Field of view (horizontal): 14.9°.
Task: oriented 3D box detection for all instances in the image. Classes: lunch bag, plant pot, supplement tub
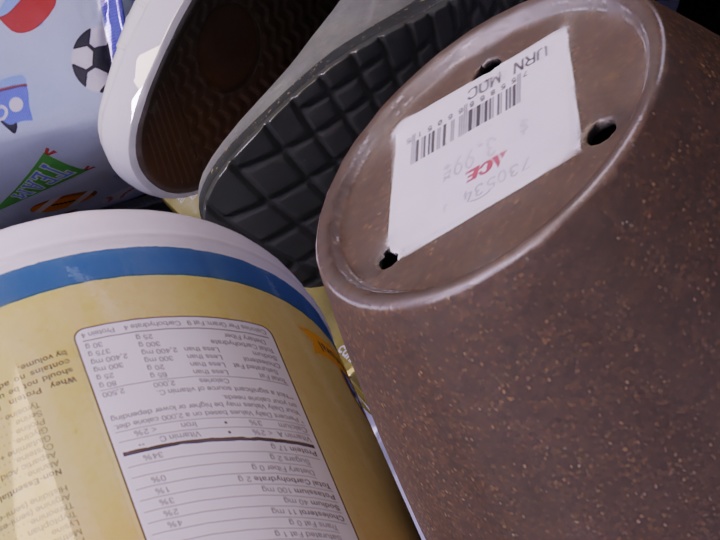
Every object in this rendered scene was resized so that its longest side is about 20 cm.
[{"bbox_3d":[-0.144,-0.062,1.059,0.169,0.125,0.200,-14,-7,5],"label":"lunch bag"},{"bbox_3d":[0.084,0.036,0.636,0.186,0.200,0.187,-31,31,21],"label":"plant pot"},{"bbox_3d":[-0.048,0.100,0.653,0.144,0.145,0.201,-35,50,13],"label":"supplement tub"}]

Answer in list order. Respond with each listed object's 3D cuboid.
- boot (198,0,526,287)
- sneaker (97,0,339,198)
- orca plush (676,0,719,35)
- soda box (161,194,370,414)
[{"bbox_3d":[0.013,-0.084,0.880,0.200,0.068,0.131,-44,30,-7],"label":"boot"},{"bbox_3d":[-0.049,-0.108,0.965,0.084,0.073,0.201,5,55,38],"label":"sneaker"},{"bbox_3d":[0.110,-0.077,0.885,0.105,0.071,0.201,0,50,51],"label":"orca plush"},{"bbox_3d":[0.000,0.000,0.922,0.064,0.068,0.200,-44,29,-4],"label":"soda box"}]
